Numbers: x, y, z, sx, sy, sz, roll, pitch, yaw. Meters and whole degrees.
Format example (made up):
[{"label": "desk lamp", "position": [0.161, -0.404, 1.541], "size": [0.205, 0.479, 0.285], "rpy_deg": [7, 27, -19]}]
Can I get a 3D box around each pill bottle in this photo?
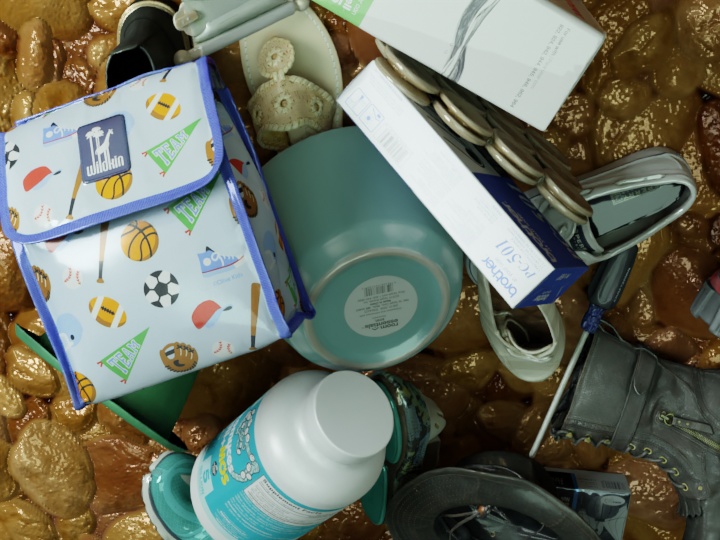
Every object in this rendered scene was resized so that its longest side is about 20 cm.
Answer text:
[{"label": "pill bottle", "position": [-0.052, 0.150, 1.095], "size": [0.110, 0.111, 0.200], "rpy_deg": [33, 140, -13]}]

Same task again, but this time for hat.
[{"label": "hat", "position": [-0.154, 0.033, 1.106], "size": [0.177, 0.199, 0.166], "rpy_deg": [-55, 149, -6]}, {"label": "hat", "position": [0.125, 0.207, 1.153], "size": [0.199, 0.081, 0.202], "rpy_deg": [12, 136, 12]}]

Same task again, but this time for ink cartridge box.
[{"label": "ink cartridge box", "position": [0.180, 0.276, 1.246], "size": [0.099, 0.039, 0.201], "rpy_deg": [4, 113, -3]}, {"label": "ink cartridge box", "position": [0.065, -0.199, 0.991], "size": [0.199, 0.146, 0.084], "rpy_deg": [28, 110, -11]}, {"label": "ink cartridge box", "position": [0.074, -0.062, 0.986], "size": [0.044, 0.094, 0.200], "rpy_deg": [-44, 73, 18]}]

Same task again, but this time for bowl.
[{"label": "bowl", "position": [0.000, 0.000, 1.063], "size": [0.199, 0.105, 0.202], "rpy_deg": [-8, 127, -11]}]

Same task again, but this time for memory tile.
[{"label": "memory tile", "position": [0.089, -0.114, 1.019], "size": [0.200, 0.154, 0.017], "rpy_deg": [36, 108, -17]}]

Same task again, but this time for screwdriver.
[{"label": "screwdriver", "position": [0.182, 0.066, 1.135], "size": [0.028, 0.029, 0.201], "rpy_deg": [24, 90, 4]}]

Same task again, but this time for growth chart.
[{"label": "growth chart", "position": [-0.097, -0.264, 0.995], "size": [0.144, 0.018, 0.201], "rpy_deg": [-26, 114, -31]}]

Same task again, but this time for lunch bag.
[{"label": "lunch bag", "position": [-0.146, -0.028, 0.939], "size": [0.169, 0.124, 0.201], "rpy_deg": [-18, 95, 8]}]

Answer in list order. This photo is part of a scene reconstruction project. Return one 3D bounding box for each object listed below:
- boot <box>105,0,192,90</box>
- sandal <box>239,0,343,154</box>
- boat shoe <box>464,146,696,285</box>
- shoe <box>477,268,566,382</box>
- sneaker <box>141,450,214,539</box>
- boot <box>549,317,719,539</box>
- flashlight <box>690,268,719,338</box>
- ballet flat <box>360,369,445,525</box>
[{"label": "boot", "position": [-0.153, -0.094, 1.037], "size": [0.077, 0.139, 0.201], "rpy_deg": [-14, 112, 6]}, {"label": "sandal", "position": [-0.048, -0.112, 1.067], "size": [0.077, 0.070, 0.213], "rpy_deg": [-9, 112, 4]}, {"label": "boat shoe", "position": [0.175, -0.037, 1.102], "size": [0.199, 0.065, 0.074], "rpy_deg": [-30, 110, 12]}, {"label": "shoe", "position": [0.125, 0.035, 1.103], "size": [0.069, 0.054, 0.201], "rpy_deg": [-2, 140, 16]}, {"label": "sneaker", "position": [-0.109, 0.228, 1.193], "size": [0.079, 0.078, 0.200], "rpy_deg": [-9, 130, 49]}, {"label": "boot", "position": [0.246, 0.152, 1.176], "size": [0.173, 0.069, 0.202], "rpy_deg": [12, 93, -5]}, {"label": "flashlight", "position": [0.344, -0.035, 1.104], "size": [0.068, 0.068, 0.201], "rpy_deg": [24, 112, -7]}, {"label": "ballet flat", "position": [0.037, 0.140, 1.148], "size": [0.074, 0.075, 0.201], "rpy_deg": [5, 142, -2]}]
